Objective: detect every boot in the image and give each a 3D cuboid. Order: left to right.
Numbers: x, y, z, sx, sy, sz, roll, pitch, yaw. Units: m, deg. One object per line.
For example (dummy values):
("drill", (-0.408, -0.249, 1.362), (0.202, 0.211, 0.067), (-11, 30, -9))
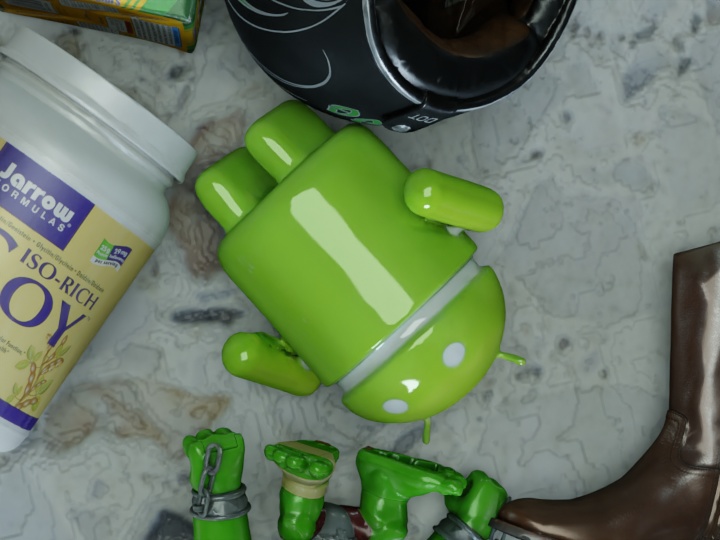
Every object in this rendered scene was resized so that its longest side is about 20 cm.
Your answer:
("boot", (0.172, 0.070, 1.378), (0.185, 0.064, 0.202), (9, 90, -19))

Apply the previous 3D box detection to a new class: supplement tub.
("supplement tub", (-0.195, -0.018, 1.332), (0.145, 0.145, 0.201), (35, 87, 0))

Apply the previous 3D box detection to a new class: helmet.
("helmet", (0.013, -0.182, 1.328), (0.199, 0.190, 0.202), (-12, 112, -30))

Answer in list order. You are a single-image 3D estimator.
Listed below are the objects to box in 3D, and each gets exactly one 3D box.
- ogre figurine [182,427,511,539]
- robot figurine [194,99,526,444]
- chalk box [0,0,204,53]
("ogre figurine", (-0.014, 0.159, 1.356), (0.098, 0.199, 0.121), (21, 99, 42))
("robot figurine", (0.000, 0.000, 1.353), (0.175, 0.116, 0.200), (-41, 91, 22))
("chalk box", (-0.132, -0.239, 1.357), (0.123, 0.125, 0.202), (12, 88, -1))
